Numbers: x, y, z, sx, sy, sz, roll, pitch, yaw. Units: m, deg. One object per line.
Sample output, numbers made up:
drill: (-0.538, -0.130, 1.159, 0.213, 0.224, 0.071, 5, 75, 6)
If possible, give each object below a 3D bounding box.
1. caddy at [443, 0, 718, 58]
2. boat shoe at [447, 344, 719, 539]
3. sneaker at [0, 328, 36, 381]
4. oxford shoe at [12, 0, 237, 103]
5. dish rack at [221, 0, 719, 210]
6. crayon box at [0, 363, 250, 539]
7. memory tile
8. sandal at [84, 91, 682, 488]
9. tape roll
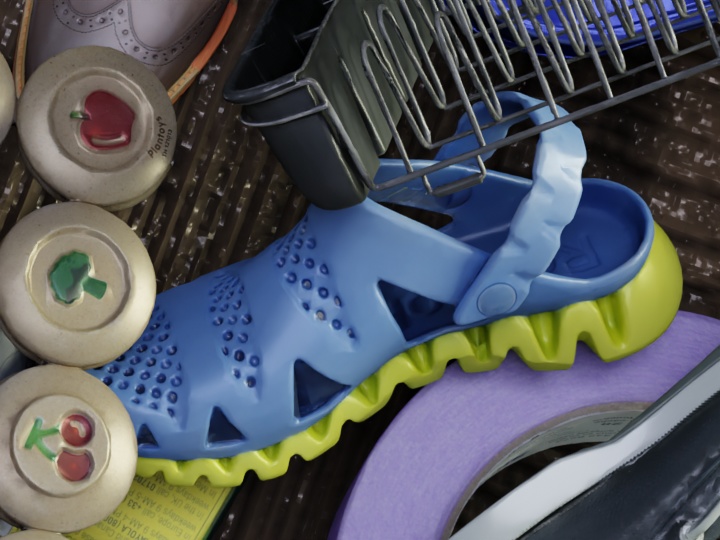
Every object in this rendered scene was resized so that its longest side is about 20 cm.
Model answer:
caddy: (0.102, -0.150, 0.994, 0.199, 0.105, 0.142, -15, 96, 1)
boat shoe: (0.112, 0.056, 0.890, 0.200, 0.076, 0.060, -37, 85, 9)
sneaker: (-0.161, 0.083, 0.869, 0.074, 0.088, 0.200, 32, 76, 3)
oxford shoe: (-0.062, -0.133, 0.988, 0.071, 0.073, 0.201, 24, 76, -1)
dish rack: (0.070, -0.088, 0.862, 0.199, 0.154, 0.055, -19, 113, 20)
crayon box: (-0.136, 0.112, 0.936, 0.127, 0.051, 0.201, 31, 75, 2)
memory tile: (-0.133, 0.019, 0.844, 0.152, 0.017, 0.201, 11, 73, -17)
sandal: (0.000, 0.000, 0.905, 0.199, 0.087, 0.080, -21, 45, -9)
tape roll: (0.085, 0.115, 0.952, 0.199, 0.066, 0.201, 1, 76, -6)
